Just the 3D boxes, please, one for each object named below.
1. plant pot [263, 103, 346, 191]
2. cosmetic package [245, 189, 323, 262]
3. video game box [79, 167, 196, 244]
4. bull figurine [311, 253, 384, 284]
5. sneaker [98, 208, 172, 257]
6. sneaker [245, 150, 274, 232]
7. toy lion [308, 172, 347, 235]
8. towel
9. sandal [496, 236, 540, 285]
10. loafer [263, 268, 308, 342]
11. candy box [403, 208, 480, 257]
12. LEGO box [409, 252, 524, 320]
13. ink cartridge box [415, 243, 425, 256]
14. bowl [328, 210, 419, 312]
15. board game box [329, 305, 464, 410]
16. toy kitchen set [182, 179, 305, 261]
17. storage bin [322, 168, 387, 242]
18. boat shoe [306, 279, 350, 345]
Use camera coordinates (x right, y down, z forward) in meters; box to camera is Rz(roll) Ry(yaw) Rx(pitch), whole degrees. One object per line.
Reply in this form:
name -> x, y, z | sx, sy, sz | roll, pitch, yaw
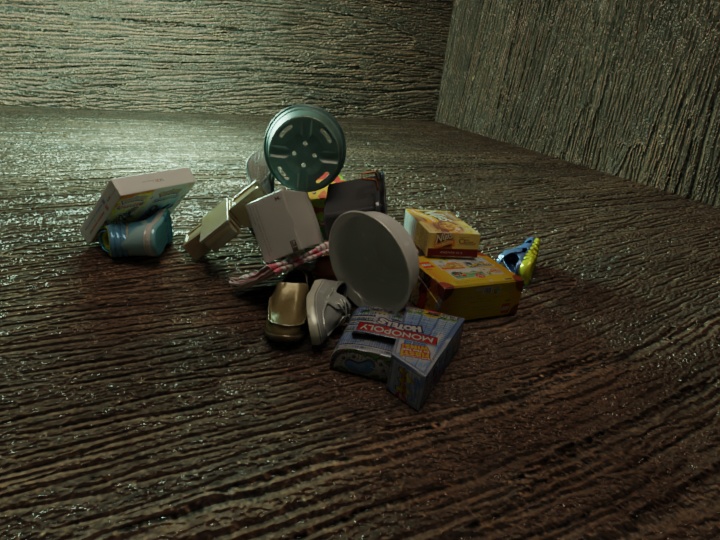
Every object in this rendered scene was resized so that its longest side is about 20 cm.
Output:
plant pot -> -0.123, -0.261, 1.149 | 0.195, 0.205, 0.196 | 5, 15, -6
cosmetic package -> -0.139, -0.088, 1.005 | 0.080, 0.115, 0.200 | -18, 3, 10
video game box -> -0.479, -0.143, 1.138 | 0.047, 0.182, 0.199 | 53, 35, 5
bull figurine -> 0.000, 0.000, 1.083 | 0.195, 0.067, 0.122 | 11, 21, 4
sneaker -> -0.476, -0.083, 1.115 | 0.127, 0.081, 0.200 | -4, 16, -7
sneaker -> -0.246, -0.189, 1.309 | 0.075, 0.148, 0.205 | 1, 50, -6
toy lion -> -0.074, -0.154, 1.277 | 0.196, 0.069, 0.194 | 20, 58, 12
towel -> -0.141, -0.015, 1.014 | 0.145, 0.030, 0.199 | -19, 5, 43
sandal -> 0.382, -0.035, 1.264 | 0.085, 0.081, 0.199 | 13, 22, 22
loafer -> -0.126, 0.056, 0.911 | 0.074, 0.069, 0.201 | 2, 22, -6
candy box -> 0.174, -0.085, 1.158 | 0.113, 0.057, 0.200 | 2, 19, -11
LEGO box -> 0.202, 0.030, 1.057 | 0.196, 0.079, 0.149 | -4, 25, -25
ink cartridge box -> 0.140, -0.032, 1.190 | 0.195, 0.069, 0.117 | 1, 23, -17
bowl -> 0.039, -0.025, 0.963 | 0.199, 0.205, 0.090 | 25, 38, 36
board game box -> 0.059, 0.124, 0.823 | 0.195, 0.063, 0.200 | 11, 23, 9
toy kitchen set -> -0.244, -0.048, 1.109 | 0.198, 0.182, 0.164 | -36, 25, 2
storage bin -> -0.008, -0.132, 1.127 | 0.131, 0.148, 0.202 | -5, 33, 4
boat shoe -> -0.052, 0.062, 0.908 | 0.070, 0.072, 0.201 | -7, 20, 4
